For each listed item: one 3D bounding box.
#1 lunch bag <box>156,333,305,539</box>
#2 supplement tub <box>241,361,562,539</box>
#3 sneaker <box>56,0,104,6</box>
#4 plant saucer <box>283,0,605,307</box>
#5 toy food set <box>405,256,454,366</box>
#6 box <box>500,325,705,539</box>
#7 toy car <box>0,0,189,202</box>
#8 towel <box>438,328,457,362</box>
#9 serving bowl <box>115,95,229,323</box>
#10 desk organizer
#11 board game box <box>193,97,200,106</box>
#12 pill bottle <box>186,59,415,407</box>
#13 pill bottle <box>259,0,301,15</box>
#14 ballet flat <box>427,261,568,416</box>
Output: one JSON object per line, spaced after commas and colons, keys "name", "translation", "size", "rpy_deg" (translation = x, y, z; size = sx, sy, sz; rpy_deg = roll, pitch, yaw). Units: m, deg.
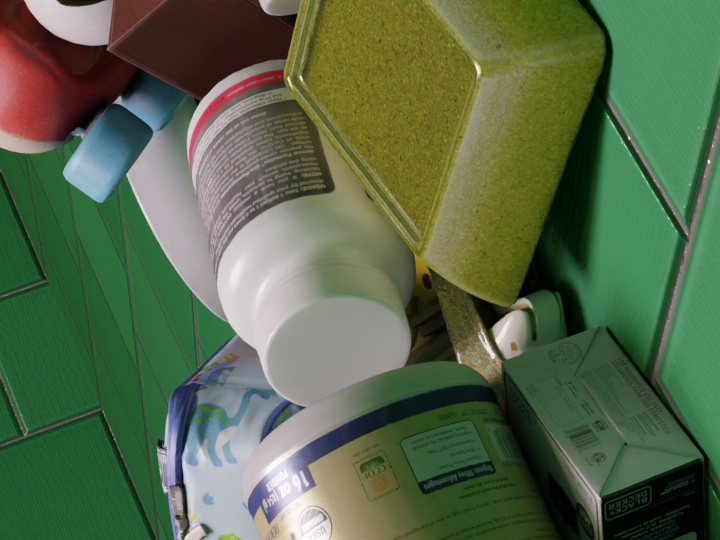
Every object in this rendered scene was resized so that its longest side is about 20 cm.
{"name": "lunch bag", "translation": [-0.043, 0.113, 1.359], "size": [0.200, 0.082, 0.161], "rpy_deg": [-52, -40, -57]}
{"name": "supplement tub", "translation": [0.037, 0.163, 1.189], "size": [0.145, 0.144, 0.201], "rpy_deg": [102, 146, -66]}
{"name": "sneaker", "translation": [-0.129, -0.238, 1.391], "size": [0.090, 0.200, 0.067], "rpy_deg": [42, 156, 26]}
{"name": "plant saucer", "translation": [0.026, -0.104, 1.179], "size": [0.200, 0.048, 0.200], "rpy_deg": [53, 148, 28]}
{"name": "toy food set", "translation": [0.000, 0.000, 1.444], "size": [0.200, 0.060, 0.144], "rpy_deg": [-36, 73, 54]}
{"name": "box", "translation": [0.130, 0.143, 1.231], "size": [0.117, 0.060, 0.201], "rpy_deg": [-125, 21, -47]}
{"name": "toy car", "translation": [-0.174, -0.186, 1.500], "size": [0.184, 0.177, 0.200], "rpy_deg": [37, 130, -4]}
{"name": "towel", "translation": [0.037, 0.044, 1.542], "size": [0.200, 0.030, 0.147], "rpy_deg": [108, 140, -64]}
{"name": "serving bowl", "translation": [-0.102, -0.064, 1.682], "size": [0.200, 0.066, 0.200], "rpy_deg": [57, -165, -24]}
{"name": "desk organizer", "translation": [-0.077, -0.147, 1.395], "size": [0.200, 0.077, 0.072], "rpy_deg": [26, -149, -55]}
{"name": "board game box", "translation": [-0.064, -0.068, 1.623], "size": [0.200, 0.023, 0.105], "rpy_deg": [31, -142, -73]}
{"name": "pill bottle", "translation": [-0.031, -0.020, 1.301], "size": [0.200, 0.110, 0.111], "rpy_deg": [-107, 7, -49]}
{"name": "pill bottle", "translation": [-0.054, -0.250, 1.307], "size": [0.109, 0.109, 0.201], "rpy_deg": [127, 122, -74]}
{"name": "ballet flat", "translation": [0.076, 0.008, 1.266], "size": [0.071, 0.070, 0.201], "rpy_deg": [125, 124, -74]}
